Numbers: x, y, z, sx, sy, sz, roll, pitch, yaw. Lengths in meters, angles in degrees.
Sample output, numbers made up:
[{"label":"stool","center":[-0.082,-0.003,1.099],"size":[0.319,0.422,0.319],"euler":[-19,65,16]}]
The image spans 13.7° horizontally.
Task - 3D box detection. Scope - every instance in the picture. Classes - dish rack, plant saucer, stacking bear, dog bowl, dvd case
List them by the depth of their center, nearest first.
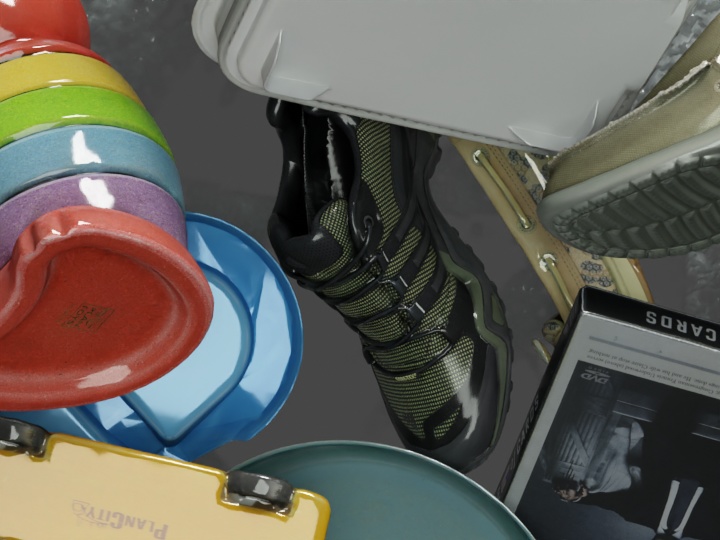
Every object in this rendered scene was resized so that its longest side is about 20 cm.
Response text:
[{"label":"dish rack","center":[0.045,-0.114,1.236],"size":[0.200,0.044,0.172],"euler":[10,136,-19]},{"label":"stacking bear","center":[-0.140,-0.051,1.288],"size":[0.114,0.200,0.121],"euler":[14,133,-40]},{"label":"dvd case","center":[0.138,0.105,1.333],"size":[0.150,0.025,0.200],"euler":[15,127,-5]},{"label":"plant saucer","center":[0.000,0.166,1.352],"size":[0.200,0.027,0.200],"euler":[3,108,10]},{"label":"dog bowl","center":[-0.116,0.058,1.353],"size":[0.200,0.050,0.112],"euler":[-42,95,-1]}]

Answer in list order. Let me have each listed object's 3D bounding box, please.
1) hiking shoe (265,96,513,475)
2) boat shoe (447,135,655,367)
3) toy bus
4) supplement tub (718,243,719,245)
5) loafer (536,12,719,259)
[{"label":"hiking shoe","center":[0.000,0.000,1.328],"size":[0.101,0.076,0.200],"euler":[-14,86,-46]},{"label":"boat shoe","center":[0.095,0.002,1.361],"size":[0.063,0.073,0.200],"euler":[-21,84,3]},{"label":"toy bus","center":[-0.116,0.106,1.286],"size":[0.200,0.078,0.065],"euler":[13,83,-2]},{"label":"supplement tub","center":[0.258,-0.059,1.329],"size":[0.200,0.144,0.144],"euler":[-44,95,-1]},{"label":"loafer","center":[0.163,-0.069,1.258],"size":[0.200,0.075,0.070],"euler":[-26,55,16]}]
